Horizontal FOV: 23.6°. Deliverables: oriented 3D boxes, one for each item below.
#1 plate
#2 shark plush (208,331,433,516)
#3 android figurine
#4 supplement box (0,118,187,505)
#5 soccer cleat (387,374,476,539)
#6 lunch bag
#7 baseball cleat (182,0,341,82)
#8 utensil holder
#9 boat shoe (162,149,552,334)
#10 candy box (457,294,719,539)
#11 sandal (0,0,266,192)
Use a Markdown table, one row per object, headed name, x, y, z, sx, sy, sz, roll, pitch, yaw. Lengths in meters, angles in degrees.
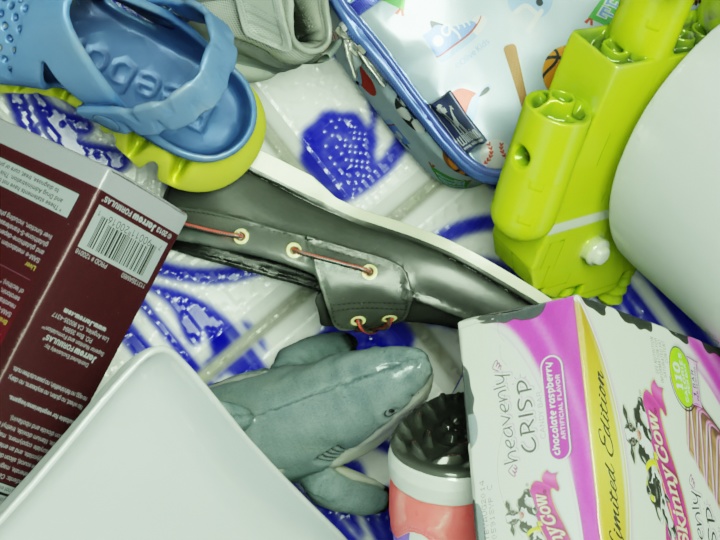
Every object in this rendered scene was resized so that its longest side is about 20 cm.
| name | x | y | z | sx | sy | sz | roll | pitch | yaw |
| --- | --- | --- | --- | --- | --- | --- | --- | --- | --- |
| plate | -0.113 | 0.150 | 0.756 | 0.200 | 0.032 | 0.200 | -48 | 137 | -11 |
| shark plush | -0.067 | 0.064 | 0.801 | 0.200 | 0.083 | 0.091 | 0 | 75 | -2 |
| android figurine | 0.131 | -0.058 | 0.812 | 0.182 | 0.041 | 0.200 | -14 | 135 | -39 |
| supplement box | -0.172 | 0.038 | 0.756 | 0.061 | 0.109 | 0.200 | 34 | 83 | -53 |
| soccer cleat | 0.068 | 0.082 | 0.806 | 0.068 | 0.200 | 0.073 | 15 | 113 | 23 |
| lunch bag | 0.075 | -0.143 | 0.833 | 0.200 | 0.076 | 0.160 | -38 | 98 | -11 |
| baseball cleat | -0.083 | -0.161 | 0.756 | 0.200 | 0.106 | 0.070 | 39 | 61 | -35 |
| utensil holder | 0.232 | -0.009 | 0.755 | 0.170 | 0.200 | 0.170 | -29 | 143 | -25 |
| boat shoe | 0.000 | 0.001 | 0.807 | 0.201 | 0.074 | 0.063 | 23 | 81 | 3 |
| candy box | 0.123 | 0.097 | 0.751 | 0.200 | 0.061 | 0.136 | 17 | 64 | -52 |
| sandal | -0.127 | -0.105 | 0.736 | 0.200 | 0.087 | 0.080 | 20 | 74 | -9 |
